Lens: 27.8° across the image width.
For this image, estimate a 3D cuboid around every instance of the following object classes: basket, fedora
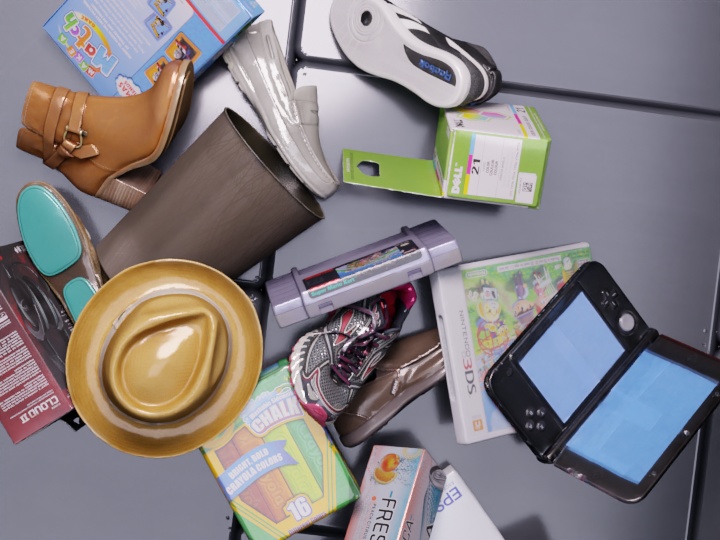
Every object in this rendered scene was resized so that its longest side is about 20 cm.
[{"bbox_3d":[-0.161,-0.046,1.495,0.200,0.180,0.136,-40,61,7],"label":"basket"},{"bbox_3d":[-0.187,0.085,1.397,0.200,0.082,0.202,0,88,-10],"label":"fedora"}]

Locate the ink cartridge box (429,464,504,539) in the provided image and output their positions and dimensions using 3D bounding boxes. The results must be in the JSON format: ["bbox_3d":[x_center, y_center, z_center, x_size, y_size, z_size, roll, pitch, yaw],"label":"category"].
[{"bbox_3d":[0.077,0.347,1.561,0.196,0.043,0.200,-36,91,-3],"label":"ink cartridge box"}]

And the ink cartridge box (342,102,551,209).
[{"bbox_3d":[0.085,-0.128,1.496,0.199,0.148,0.076,7,109,-4],"label":"ink cartridge box"}]

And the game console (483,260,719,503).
[{"bbox_3d":[0.258,0.109,1.496,0.200,0.119,0.173,-45,107,-24],"label":"game console"}]

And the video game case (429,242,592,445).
[{"bbox_3d":[0.174,0.074,1.532,0.199,0.022,0.183,-10,91,-29],"label":"video game case"}]

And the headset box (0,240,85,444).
[{"bbox_3d":[-0.340,0.077,1.477,0.077,0.149,0.200,-32,91,9],"label":"headset box"}]

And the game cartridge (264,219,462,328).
[{"bbox_3d":[0.000,0.000,1.508,0.199,0.130,0.039,-20,99,-3],"label":"game cartridge"}]

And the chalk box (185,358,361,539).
[{"bbox_3d":[-0.101,0.169,1.507,0.124,0.124,0.201,-30,92,-3],"label":"chalk box"}]

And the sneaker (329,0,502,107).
[{"bbox_3d":[0.064,-0.231,1.545,0.200,0.112,0.073,41,118,28],"label":"sneaker"}]

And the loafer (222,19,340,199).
[{"bbox_3d":[-0.073,-0.171,1.533,0.070,0.070,0.201,-31,92,6],"label":"loafer"}]

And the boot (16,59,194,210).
[{"bbox_3d":[-0.262,-0.162,1.487,0.155,0.077,0.200,28,133,-3],"label":"boot"}]

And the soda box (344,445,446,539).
[{"bbox_3d":[0.025,0.282,1.482,0.063,0.068,0.201,2,57,30],"label":"soda box"}]

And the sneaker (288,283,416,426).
[{"bbox_3d":[-0.009,0.073,1.479,0.074,0.200,0.081,-17,121,38],"label":"sneaker"}]

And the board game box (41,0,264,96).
[{"bbox_3d":[-0.216,-0.258,1.494,0.200,0.037,0.151,-39,93,28],"label":"board game box"}]

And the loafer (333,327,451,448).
[{"bbox_3d":[0.044,0.103,1.540,0.200,0.073,0.071,-40,92,-3],"label":"loafer"}]

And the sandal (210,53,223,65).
[{"bbox_3d":[-0.162,-0.304,1.503,0.076,0.043,0.201,12,111,18],"label":"sandal"}]

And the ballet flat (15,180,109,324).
[{"bbox_3d":[-0.293,-0.003,1.521,0.068,0.072,0.201,-30,92,14],"label":"ballet flat"}]
